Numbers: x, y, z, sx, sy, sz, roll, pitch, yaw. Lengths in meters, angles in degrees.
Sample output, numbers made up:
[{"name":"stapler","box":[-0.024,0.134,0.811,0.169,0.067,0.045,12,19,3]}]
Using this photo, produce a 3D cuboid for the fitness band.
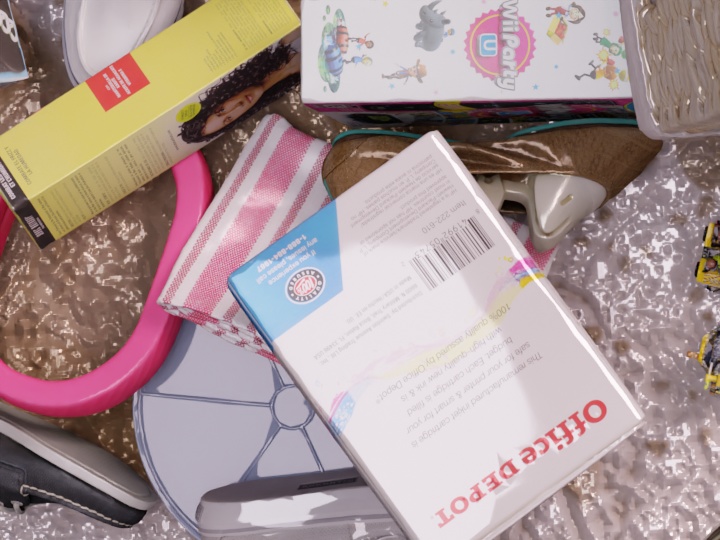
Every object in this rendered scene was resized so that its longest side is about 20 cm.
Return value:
[{"name":"fitness band","box":[-0.167,-0.011,1.714,0.144,0.037,0.200,13,76,16]}]

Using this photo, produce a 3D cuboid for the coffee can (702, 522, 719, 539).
[{"name":"coffee can","box":[0.241,0.205,1.584,0.146,0.200,0.146,0,91,10]}]

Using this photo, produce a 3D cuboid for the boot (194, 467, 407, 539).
[{"name":"boot","box":[0.007,0.166,1.666,0.200,0.074,0.096,-6,100,15]}]

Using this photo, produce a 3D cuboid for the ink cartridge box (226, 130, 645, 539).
[{"name":"ink cartridge box","box":[0.042,0.048,1.580,0.144,0.085,0.200,-35,83,-5]}]

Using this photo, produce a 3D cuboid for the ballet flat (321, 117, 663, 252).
[{"name":"ballet flat","box":[0.078,-0.046,1.659,0.200,0.068,0.072,-1,62,-5]}]

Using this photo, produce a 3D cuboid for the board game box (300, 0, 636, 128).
[{"name":"board game box","box":[0.077,-0.120,1.635,0.200,0.148,0.064,-2,88,10]}]

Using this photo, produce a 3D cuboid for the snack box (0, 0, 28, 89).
[{"name":"snack box","box":[-0.269,-0.196,1.721,0.116,0.037,0.200,-16,88,47]}]

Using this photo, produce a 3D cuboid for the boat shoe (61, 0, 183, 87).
[{"name":"boat shoe","box":[-0.136,-0.199,1.701,0.074,0.067,0.200,13,87,8]}]

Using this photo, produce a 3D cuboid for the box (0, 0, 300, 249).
[{"name":"box","box":[-0.123,-0.094,1.678,0.200,0.075,0.050,-33,69,-3]}]

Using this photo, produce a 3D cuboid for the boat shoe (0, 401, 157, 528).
[{"name":"boat shoe","box":[-0.216,0.113,1.732,0.200,0.076,0.060,27,95,20]}]

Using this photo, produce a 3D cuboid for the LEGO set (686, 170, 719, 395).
[{"name":"LEGO set","box":[0.280,0.022,1.616,0.200,0.116,0.154,22,94,9]}]

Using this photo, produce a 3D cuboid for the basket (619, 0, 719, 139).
[{"name":"basket","box":[0.245,-0.179,1.490,0.200,0.161,0.198,-7,89,-13]}]

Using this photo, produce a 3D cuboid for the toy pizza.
[{"name":"toy pizza","box":[-0.038,0.081,1.717,0.200,0.032,0.200,0,90,10]}]

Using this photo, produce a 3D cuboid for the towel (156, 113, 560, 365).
[{"name":"towel","box":[0.000,0.000,1.676,0.200,0.030,0.146,24,63,8]}]
